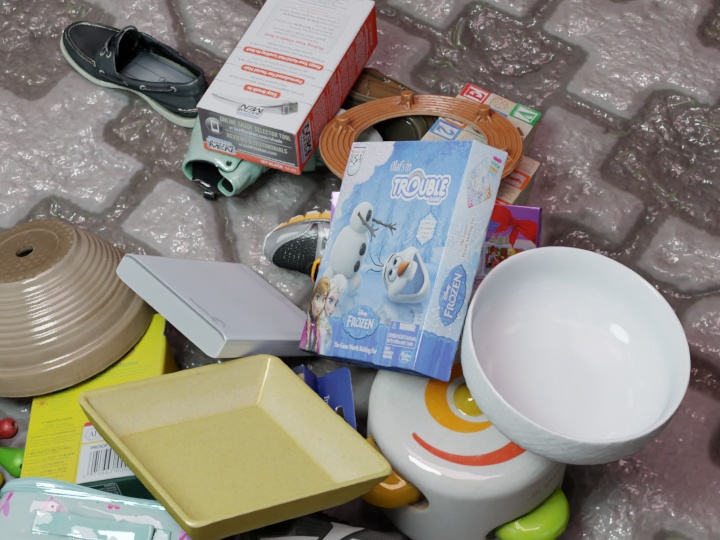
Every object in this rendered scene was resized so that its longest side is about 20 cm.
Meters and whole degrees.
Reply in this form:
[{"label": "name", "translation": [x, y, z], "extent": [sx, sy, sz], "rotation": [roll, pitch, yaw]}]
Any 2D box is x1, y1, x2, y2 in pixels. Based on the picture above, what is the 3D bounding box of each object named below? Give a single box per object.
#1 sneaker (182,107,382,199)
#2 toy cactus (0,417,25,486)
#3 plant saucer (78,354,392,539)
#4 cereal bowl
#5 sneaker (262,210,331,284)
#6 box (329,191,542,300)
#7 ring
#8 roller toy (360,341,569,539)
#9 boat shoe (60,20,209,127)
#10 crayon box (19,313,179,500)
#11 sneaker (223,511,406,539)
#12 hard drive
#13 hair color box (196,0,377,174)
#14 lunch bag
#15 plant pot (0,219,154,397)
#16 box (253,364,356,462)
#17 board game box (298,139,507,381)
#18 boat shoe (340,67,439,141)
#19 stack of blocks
[{"label": "sneaker", "translation": [-0.082, -0.110, 1.830], "extent": [0.199, 0.074, 0.119], "rotation": [10, 50, 14]}, {"label": "toy cactus", "translation": [-0.396, 0.150, 1.631], "extent": [0.198, 0.103, 0.166], "rotation": [-10, 44, 2]}, {"label": "plant saucer", "translation": [-0.107, 0.153, 1.497], "extent": [0.199, 0.049, 0.200], "rotation": [-10, 34, -34]}, {"label": "cereal bowl", "translation": [0.176, 0.082, 1.533], "extent": [0.198, 0.084, 0.201], "rotation": [7, 52, -9]}, {"label": "sneaker", "translation": [0.000, 0.000, 1.753], "extent": [0.198, 0.078, 0.078], "rotation": [10, 59, 5]}, {"label": "box", "translation": [0.067, 0.001, 1.691], "extent": [0.198, 0.039, 0.138], "rotation": [5, 92, 10]}, {"label": "ring", "translation": [0.059, -0.127, 1.750], "extent": [0.198, 0.019, 0.201], "rotation": [-1, 33, 1]}, {"label": "roller toy", "translation": [0.094, 0.145, 1.608], "extent": [0.198, 0.140, 0.184], "rotation": [7, 53, 4]}, {"label": "boat shoe", "translation": [-0.239, -0.225, 1.914], "extent": [0.199, 0.066, 0.074], "rotation": [35, 60, 22]}, {"label": "crayon box", "translation": [-0.232, 0.132, 1.634], "extent": [0.126, 0.051, 0.201], "rotation": [-9, 43, 9]}, {"label": "sneaker", "translation": [-0.039, 0.230, 1.539], "extent": [0.199, 0.066, 0.091], "rotation": [-5, 69, -43]}, {"label": "hard drive", "translation": [-0.122, 0.034, 1.670], "extent": [0.132, 0.200, 0.027], "rotation": [39, 105, 23]}, {"label": "hair color box", "translation": [-0.070, -0.197, 1.813], "extent": [0.110, 0.064, 0.201], "rotation": [16, 52, 18]}, {"label": "lunch bag", "translation": [-0.208, 0.240, 1.517], "extent": [0.198, 0.161, 0.078], "rotation": [8, 57, 5]}, {"label": "plant pot", "translation": [-0.299, 0.018, 1.678], "extent": [0.199, 0.093, 0.202], "rotation": [-12, 35, 8]}, {"label": "box", "translation": [-0.096, 0.161, 1.599], "extent": [0.199, 0.032, 0.122], "rotation": [-23, 50, 20]}, {"label": "board game box", "translation": [0.033, -0.013, 1.576], "extent": [0.043, 0.199, 0.201], "rotation": [19, 82, -30]}, {"label": "boat shoe", "translation": [-0.006, -0.178, 1.893], "extent": [0.199, 0.072, 0.068], "rotation": [28, 40, 19]}, {"label": "stack of blocks", "translation": [0.117, -0.101, 1.802], "extent": [0.114, 0.059, 0.200], "rotation": [24, 39, 11]}]
